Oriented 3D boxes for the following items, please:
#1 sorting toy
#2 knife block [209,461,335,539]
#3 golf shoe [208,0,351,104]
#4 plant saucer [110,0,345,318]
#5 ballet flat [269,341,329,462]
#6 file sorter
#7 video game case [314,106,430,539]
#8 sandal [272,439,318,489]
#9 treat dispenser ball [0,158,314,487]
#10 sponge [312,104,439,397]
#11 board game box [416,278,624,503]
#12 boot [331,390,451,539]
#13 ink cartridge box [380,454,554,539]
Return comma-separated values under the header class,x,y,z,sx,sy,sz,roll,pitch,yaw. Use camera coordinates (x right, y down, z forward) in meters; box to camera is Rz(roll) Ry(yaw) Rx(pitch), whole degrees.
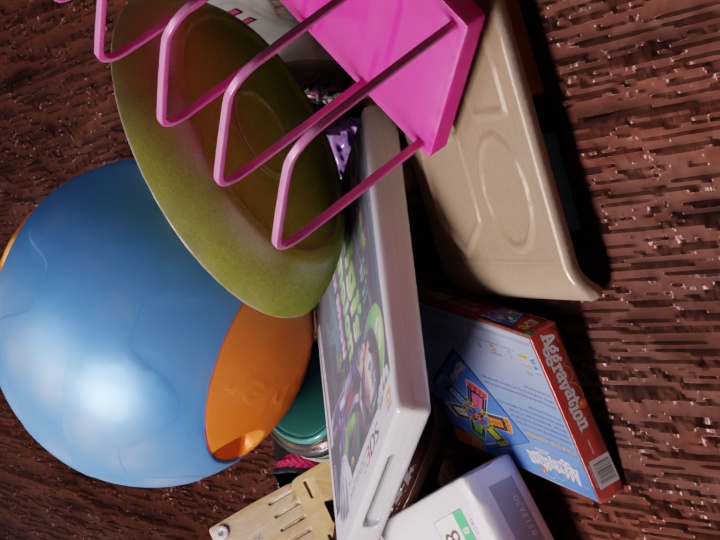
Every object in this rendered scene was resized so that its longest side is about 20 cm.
class,x,y,z,sx,sy,sz,roll,pitch,yaw
sorting toy,0.063,-0.079,1.553,0.201,0.036,0.185,70,163,-7
knife block,-0.017,0.187,1.949,0.064,0.200,0.175,63,-166,19
golf shoe,-0.063,-0.149,1.790,0.200,0.072,0.093,18,101,61
plant saucer,-0.065,-0.071,1.621,0.200,0.031,0.200,45,-151,-34
ballet flat,-0.036,0.080,1.873,0.200,0.073,0.073,-141,37,-59
file sorter,-0.056,-0.133,1.498,0.200,0.125,0.139,47,158,15
video game case,0.003,0.039,1.667,0.182,0.023,0.201,109,159,-56
sandal,-0.027,0.155,2.023,0.200,0.045,0.075,-139,34,-59
treat dispenser ball,-0.128,0.031,1.781,0.201,0.200,0.202,162,90,-72
sponge,0.000,0.000,1.819,0.112,0.030,0.201,-159,52,-69
board game box,0.080,0.064,1.630,0.103,0.019,0.200,67,164,-15
boot,0.037,0.150,1.804,0.075,0.097,0.200,59,137,40
ink cartridge box,0.052,0.216,1.695,0.200,0.050,0.161,-34,81,45
